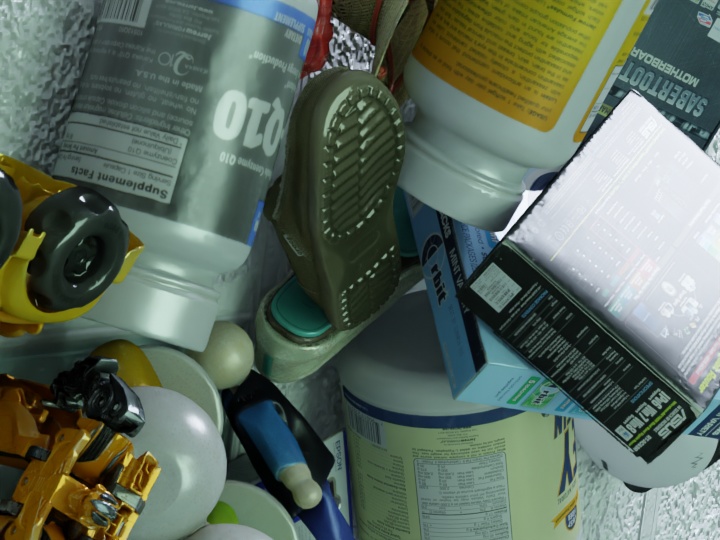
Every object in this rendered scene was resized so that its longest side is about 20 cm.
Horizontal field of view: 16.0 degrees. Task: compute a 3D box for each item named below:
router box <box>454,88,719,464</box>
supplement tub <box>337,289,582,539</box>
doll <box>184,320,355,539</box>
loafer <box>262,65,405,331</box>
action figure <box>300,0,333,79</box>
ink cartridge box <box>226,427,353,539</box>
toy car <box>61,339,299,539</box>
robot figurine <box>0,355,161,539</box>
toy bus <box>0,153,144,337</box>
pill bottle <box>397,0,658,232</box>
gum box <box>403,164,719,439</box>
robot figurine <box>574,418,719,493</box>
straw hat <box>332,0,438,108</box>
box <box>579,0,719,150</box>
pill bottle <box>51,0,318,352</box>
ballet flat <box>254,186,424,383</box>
[{"bbox_3d":[0.165,0.000,1.515,0.062,0.150,0.200,-51,177,42],"label":"router box"},{"bbox_3d":[0.065,0.126,1.623,0.145,0.145,0.200,-33,126,-43],"label":"supplement tub"},{"bbox_3d":[-0.039,0.115,1.482,0.048,0.136,0.200,-28,105,1],"label":"doll"},{"bbox_3d":[-0.021,-0.043,1.447,0.076,0.067,0.200,-40,151,-29],"label":"loafer"},{"bbox_3d":[-0.044,-0.181,1.446,0.052,0.065,0.200,-17,113,-64],"label":"action figure"},{"bbox_3d":[-0.079,0.169,1.539,0.200,0.037,0.095,-25,120,-44],"label":"ink cartridge box"},{"bbox_3d":[-0.122,0.144,1.376,0.150,0.175,0.200,-29,99,1],"label":"toy car"},{"bbox_3d":[-0.171,0.108,1.255,0.058,0.200,0.145,37,71,-34],"label":"robot figurine"},{"bbox_3d":[-0.226,0.017,1.227,0.200,0.136,0.192,16,102,-56],"label":"toy bus"},{"bbox_3d":[0.093,-0.128,1.464,0.111,0.111,0.200,10,112,-54],"label":"pill bottle"},{"bbox_3d":[0.133,0.011,1.563,0.200,0.045,0.170,9,50,-29],"label":"gum box"},{"bbox_3d":[0.233,0.075,1.853,0.200,0.125,0.150,-33,102,-43],"label":"robot figurine"},{"bbox_3d":[0.015,-0.183,1.494,0.201,0.085,0.201,-58,171,-15],"label":"straw hat"},{"bbox_3d":[0.152,-0.133,1.614,0.200,0.051,0.158,22,106,-38],"label":"box"},{"bbox_3d":[-0.101,-0.065,1.365,0.114,0.114,0.200,18,87,-54],"label":"pill bottle"},{"bbox_3d":[0.000,0.000,1.581,0.200,0.067,0.062,-38,159,-36],"label":"ballet flat"}]
